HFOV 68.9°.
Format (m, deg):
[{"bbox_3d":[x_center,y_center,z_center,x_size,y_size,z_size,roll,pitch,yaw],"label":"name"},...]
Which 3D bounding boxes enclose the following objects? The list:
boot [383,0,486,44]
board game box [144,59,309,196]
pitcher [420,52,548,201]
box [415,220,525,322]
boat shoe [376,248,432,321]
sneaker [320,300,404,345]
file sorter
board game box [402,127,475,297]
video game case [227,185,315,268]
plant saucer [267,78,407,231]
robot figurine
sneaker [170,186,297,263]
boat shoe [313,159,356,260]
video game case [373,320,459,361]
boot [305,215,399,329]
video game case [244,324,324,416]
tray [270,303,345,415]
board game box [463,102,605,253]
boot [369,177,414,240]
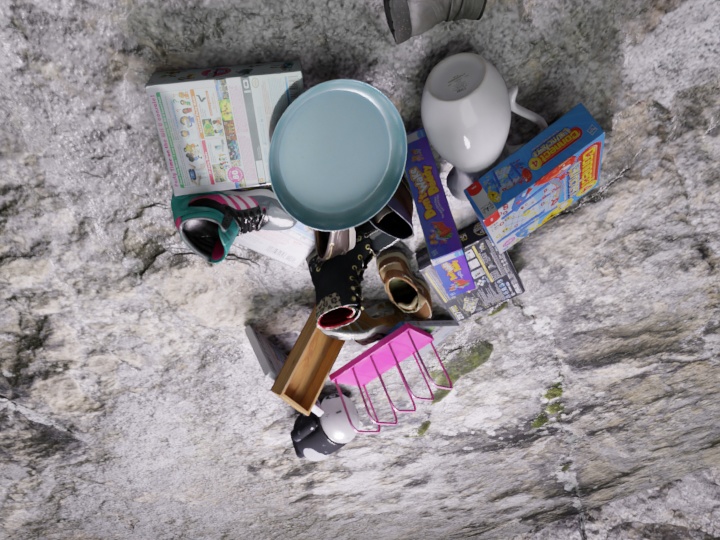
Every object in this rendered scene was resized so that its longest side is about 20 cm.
[{"bbox_3d":[0.080,-0.367,0.590,0.126,0.069,0.202,-19,144,2],"label":"boot"},{"bbox_3d":[-0.166,-0.190,0.702,0.192,0.065,0.152,-7,125,-6],"label":"board game box"},{"bbox_3d":[0.176,-0.207,0.733,0.167,0.124,0.201,-25,146,10],"label":"pitcher"},{"bbox_3d":[0.216,0.006,1.013,0.158,0.050,0.200,-28,135,16],"label":"box"},{"bbox_3d":[0.086,0.046,1.010,0.074,0.076,0.201,-25,135,17],"label":"boat shoe"},{"bbox_3d":[-0.002,0.118,1.042,0.194,0.077,0.089,0,138,-33],"label":"sneaker"},{"bbox_3d":[0.066,0.223,1.045,0.197,0.128,0.138,-35,151,17],"label":"file sorter"},{"bbox_3d":[0.111,-0.083,0.765,0.043,0.206,0.135,-18,152,12],"label":"board game box"},{"bbox_3d":[-0.137,-0.099,0.853,0.196,0.023,0.182,25,127,-31],"label":"video game case"},{"bbox_3d":[-0.030,-0.151,0.702,0.193,0.028,0.207,-10,122,-17],"label":"plant saucer"},{"bbox_3d":[-0.091,0.390,1.307,0.125,0.151,0.199,45,120,-10],"label":"robot figurine"},{"bbox_3d":[-0.183,-0.066,0.772,0.193,0.124,0.085,7,136,-18],"label":"sneaker"},{"bbox_3d":[-0.047,-0.096,0.795,0.059,0.072,0.204,-31,145,-23],"label":"boat shoe"},{"bbox_3d":[0.108,0.153,1.121,0.196,0.018,0.143,4,140,-45],"label":"video game case"},{"bbox_3d":[0.000,0.001,0.885,0.198,0.157,0.074,-24,137,16],"label":"boot"},{"bbox_3d":[-0.157,0.209,1.088,0.018,0.144,0.201,-39,134,-1],"label":"video game case"},{"bbox_3d":[-0.092,0.166,1.028,0.036,0.204,0.099,10,153,38],"label":"tray"},{"bbox_3d":[0.267,-0.127,0.799,0.193,0.057,0.199,-36,158,13],"label":"board game box"},{"bbox_3d":[0.024,-0.129,0.795,0.074,0.099,0.198,-34,133,25],"label":"boot"}]
